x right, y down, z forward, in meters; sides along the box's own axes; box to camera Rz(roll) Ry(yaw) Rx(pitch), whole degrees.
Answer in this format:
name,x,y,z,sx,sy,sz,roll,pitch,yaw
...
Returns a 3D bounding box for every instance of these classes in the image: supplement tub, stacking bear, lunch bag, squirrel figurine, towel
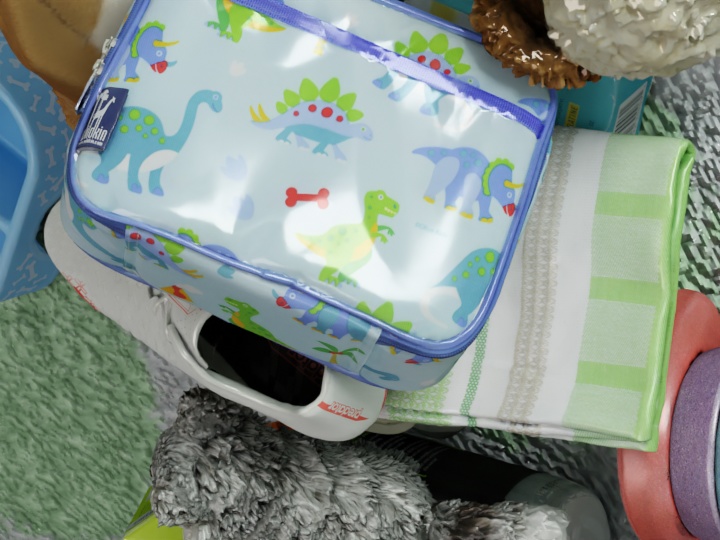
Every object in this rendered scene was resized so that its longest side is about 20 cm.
name,x,y,z,sx,sy,sz,roll,pitch,yaw
supplement tub,0.026,0.153,1.136,0.200,0.123,0.123,14,124,31
stacking bear,0.231,0.083,0.945,0.200,0.114,0.122,1,117,31
lunch bag,-0.022,-0.052,0.906,0.200,0.161,0.082,24,158,-1
squirrel figurine,-0.135,-0.164,1.038,0.187,0.141,0.200,57,162,35
towel,0.056,0.002,0.973,0.200,0.031,0.149,5,89,34

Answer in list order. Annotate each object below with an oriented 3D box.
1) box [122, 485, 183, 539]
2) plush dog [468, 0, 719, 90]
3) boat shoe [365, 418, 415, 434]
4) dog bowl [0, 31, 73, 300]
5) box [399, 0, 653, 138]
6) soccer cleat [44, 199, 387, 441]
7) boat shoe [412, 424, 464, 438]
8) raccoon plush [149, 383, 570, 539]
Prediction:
name,x,y,z,sx,sy,sz,roll,pitch,yaw
box,-0.063,0.215,1.244,0.048,0.122,0.200,-34,95,5
plush dog,0.118,-0.152,0.840,0.200,0.161,0.172,-20,134,10
boat shoe,-0.054,0.023,1.070,0.200,0.072,0.068,27,171,-1
dog bowl,-0.226,-0.057,1.238,0.111,0.050,0.200,38,133,12
box,0.043,-0.107,1.016,0.200,0.049,0.082,26,129,22
soccer cleat,-0.076,0.016,0.973,0.200,0.085,0.069,33,94,19
boat shoe,0.000,0.001,1.102,0.202,0.074,0.065,48,128,-2
raccoon plush,-0.009,0.102,1.021,0.200,0.097,0.134,-14,149,19
